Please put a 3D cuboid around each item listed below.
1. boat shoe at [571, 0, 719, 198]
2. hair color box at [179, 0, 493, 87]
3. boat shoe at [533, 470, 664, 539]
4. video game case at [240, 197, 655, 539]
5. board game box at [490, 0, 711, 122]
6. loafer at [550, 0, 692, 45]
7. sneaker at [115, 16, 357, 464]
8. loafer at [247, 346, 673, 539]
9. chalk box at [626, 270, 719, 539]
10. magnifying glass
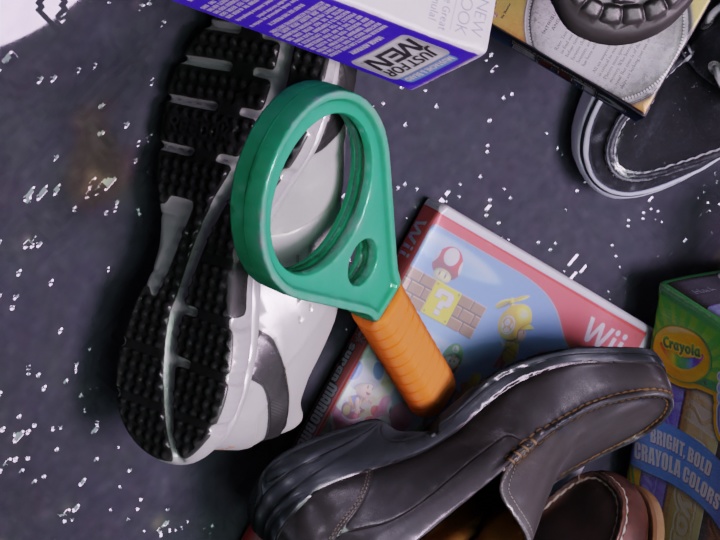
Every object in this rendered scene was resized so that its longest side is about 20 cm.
[{"bbox_3d":[0.173,-0.093,0.979,0.199,0.068,0.072,-35,110,17],"label":"boat shoe"},{"bbox_3d":[-0.043,-0.153,0.833,0.199,0.065,0.110,18,74,-25],"label":"hair color box"},{"bbox_3d":[0.060,0.173,1.018,0.070,0.070,0.201,32,89,-37],"label":"boat shoe"},{"bbox_3d":[0.036,0.086,1.029,0.143,0.017,0.201,28,90,-34],"label":"video game case"},{"bbox_3d":[0.106,-0.182,0.931,0.135,0.035,0.201,31,90,1],"label":"board game box"},{"bbox_3d":[0.107,-0.180,0.878,0.072,0.071,0.202,12,82,-9],"label":"loafer"},{"bbox_3d":[-0.040,-0.021,0.929,0.080,0.073,0.201,6,104,-54],"label":"sneaker"},{"bbox_3d":[0.054,0.092,0.976,0.199,0.072,0.073,-21,146,-18],"label":"loafer"},{"bbox_3d":[0.209,0.072,1.047,0.124,0.124,0.201,-7,117,-29],"label":"chalk box"},{"bbox_3d":[0.000,0.000,0.915,0.080,0.022,0.200,-58,148,-20],"label":"magnifying glass"}]
